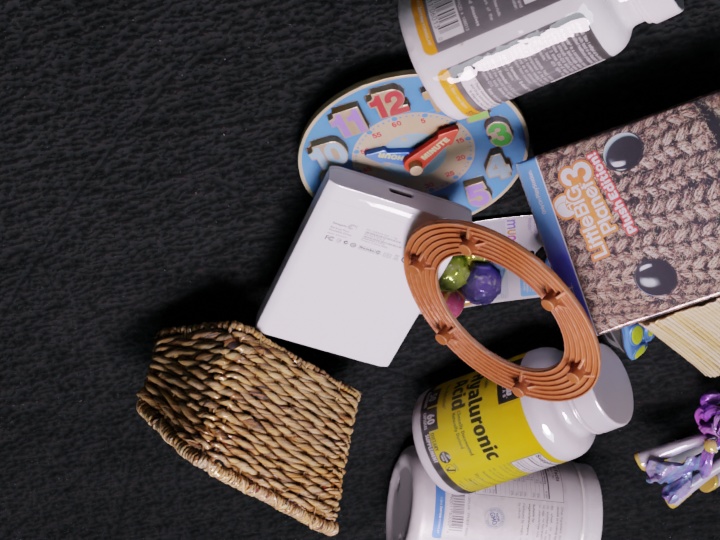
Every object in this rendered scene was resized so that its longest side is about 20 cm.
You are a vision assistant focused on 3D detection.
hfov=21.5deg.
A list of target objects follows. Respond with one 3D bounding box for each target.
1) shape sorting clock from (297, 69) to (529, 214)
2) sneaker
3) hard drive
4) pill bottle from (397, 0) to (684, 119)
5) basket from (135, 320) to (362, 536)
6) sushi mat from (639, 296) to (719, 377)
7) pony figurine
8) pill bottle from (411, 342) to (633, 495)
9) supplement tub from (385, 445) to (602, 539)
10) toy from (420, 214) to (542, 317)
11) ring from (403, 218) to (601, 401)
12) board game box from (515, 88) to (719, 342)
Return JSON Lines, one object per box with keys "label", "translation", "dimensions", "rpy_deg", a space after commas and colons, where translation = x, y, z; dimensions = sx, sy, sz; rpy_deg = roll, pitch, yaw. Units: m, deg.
{"label": "shape sorting clock", "translation": [0.046, -0.098, 1.622], "dimensions": [0.199, 0.039, 0.201], "rpy_deg": [-2, 138, -2]}
{"label": "sneaker", "translation": [0.222, 0.022, 1.756], "dimensions": [0.199, 0.083, 0.071], "rpy_deg": [34, 85, -50]}
{"label": "hard drive", "translation": [0.000, 0.000, 1.680], "dimensions": [0.131, 0.027, 0.200], "rpy_deg": [16, 134, -13]}
{"label": "pill bottle", "translation": [0.138, -0.203, 1.455], "dimensions": [0.199, 0.117, 0.116], "rpy_deg": [-21, 135, 19]}
{"label": "basket", "translation": [-0.116, 0.153, 1.775], "dimensions": [0.142, 0.150, 0.200], "rpy_deg": [-8, 152, 38]}
{"label": "sushi mat", "translation": [0.324, 0.058, 1.698], "dimensions": [0.095, 0.012, 0.200], "rpy_deg": [-21, 155, 21]}
{"label": "pony figurine", "translation": [0.377, 0.162, 1.879], "dimensions": [0.199, 0.167, 0.193], "rpy_deg": [-29, 165, 21]}
{"label": "pill bottle", "translation": [0.157, 0.138, 1.819], "dimensions": [0.199, 0.112, 0.111], "rpy_deg": [-23, 136, 32]}
{"label": "supplement tub", "translation": [0.135, 0.252, 1.951], "dimensions": [0.199, 0.132, 0.132], "rpy_deg": [8, 137, -13]}
{"label": "toy", "translation": [0.072, 0.013, 1.741], "dimensions": [0.199, 0.047, 0.115], "rpy_deg": [-6, 140, 2]}
{"label": "ring", "translation": [0.115, 0.039, 1.604], "dimensions": [0.200, 0.019, 0.201], "rpy_deg": [30, 148, 21]}
{"label": "board game box", "translation": [0.254, -0.051, 1.588], "dimensions": [0.199, 0.160, 0.097], "rpy_deg": [-20, 180, 17]}
